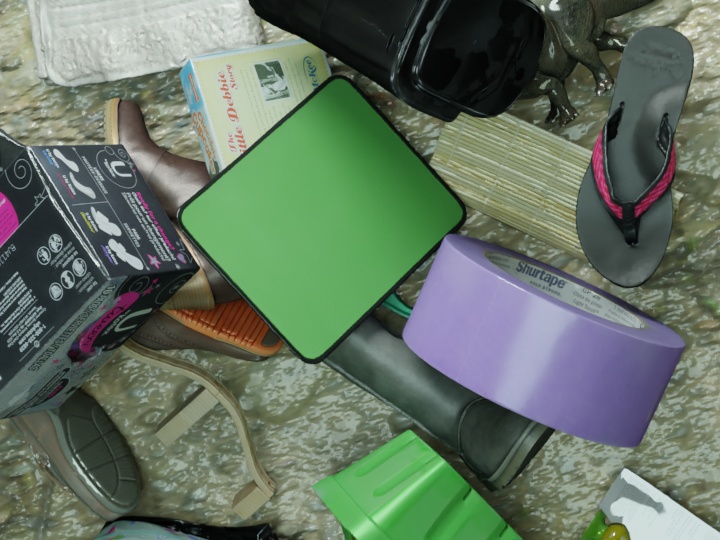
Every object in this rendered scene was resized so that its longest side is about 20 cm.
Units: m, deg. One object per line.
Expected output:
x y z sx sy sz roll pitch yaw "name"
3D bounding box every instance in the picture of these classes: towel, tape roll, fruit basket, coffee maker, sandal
-0.184 -0.228 1.471 0.199 0.034 0.133 -10 93 13 "towel"
0.138 0.051 1.340 0.199 0.200 0.085 26 100 9 "tape roll"
0.030 0.254 1.393 0.215 0.155 0.217 -3 101 -16 "fruit basket"
0.009 -0.196 1.316 0.200 0.191 0.135 34 126 46 "coffee maker"
0.208 -0.087 1.342 0.075 0.045 0.201 10 93 9 "sandal"

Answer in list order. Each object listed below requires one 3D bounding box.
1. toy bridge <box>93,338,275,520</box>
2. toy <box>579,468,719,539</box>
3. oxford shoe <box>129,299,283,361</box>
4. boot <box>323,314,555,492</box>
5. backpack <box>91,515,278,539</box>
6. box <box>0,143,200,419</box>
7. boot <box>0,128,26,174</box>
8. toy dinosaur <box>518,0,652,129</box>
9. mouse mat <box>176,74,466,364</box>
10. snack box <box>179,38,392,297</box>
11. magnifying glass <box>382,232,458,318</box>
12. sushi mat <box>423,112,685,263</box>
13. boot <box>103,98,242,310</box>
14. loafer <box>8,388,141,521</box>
-0.141 0.116 1.466 0.067 0.027 0.200 -40 101 15 "toy bridge"
0.265 0.257 1.409 0.200 0.047 0.115 34 104 11 "toy"
-0.160 0.038 1.482 0.199 0.071 0.073 22 126 8 "oxford shoe"
0.051 0.087 1.386 0.200 0.182 0.073 44 70 4 "boot"
-0.158 0.282 1.462 0.199 0.127 0.168 17 101 13 "backpack"
-0.245 0.012 1.386 0.200 0.115 0.132 -43 72 30 "box"
-0.314 -0.073 1.426 0.164 0.200 0.066 28 100 8 "boot"
0.154 -0.177 1.381 0.200 0.077 0.102 -37 100 17 "toy dinosaur"
-0.027 -0.043 1.382 0.161 0.008 0.200 48 65 -1 "mouse mat"
-0.060 -0.081 1.406 0.116 0.037 0.201 -12 78 -24 "snack box"
0.000 0.000 1.456 0.199 0.022 0.080 3 92 14 "magnifying glass"
0.150 -0.064 1.404 0.199 0.012 0.096 25 124 9 "sushi mat"
-0.119 -0.066 1.460 0.166 0.072 0.201 -14 69 -7 "boot"
-0.261 0.132 1.508 0.063 0.072 0.200 -40 79 29 "loafer"
